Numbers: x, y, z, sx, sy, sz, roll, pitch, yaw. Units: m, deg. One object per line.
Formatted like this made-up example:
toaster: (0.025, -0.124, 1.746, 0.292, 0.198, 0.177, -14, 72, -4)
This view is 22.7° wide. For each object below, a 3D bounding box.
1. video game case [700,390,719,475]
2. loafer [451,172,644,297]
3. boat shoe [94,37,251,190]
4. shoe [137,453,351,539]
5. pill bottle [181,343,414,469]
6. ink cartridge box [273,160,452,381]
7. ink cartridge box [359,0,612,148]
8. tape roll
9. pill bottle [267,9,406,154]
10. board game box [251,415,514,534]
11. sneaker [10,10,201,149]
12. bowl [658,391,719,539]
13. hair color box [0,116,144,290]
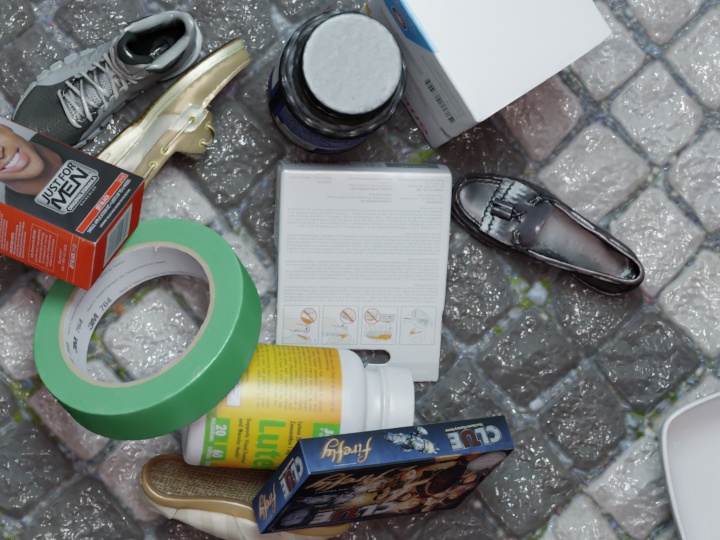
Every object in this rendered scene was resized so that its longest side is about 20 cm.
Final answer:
video game case: (0.437, 0.170, 1.716, 0.199, 0.023, 0.183, -26, 92, -8)
loafer: (0.177, -0.038, 1.665, 0.199, 0.063, 0.072, 26, 85, -6)
boat shoe: (-0.167, -0.126, 1.621, 0.200, 0.074, 0.066, -43, 98, 3)
shoe: (-0.106, 0.211, 1.629, 0.199, 0.053, 0.070, 13, 46, -10)
pill bottle: (-0.056, 0.123, 1.603, 0.199, 0.111, 0.112, 4, 88, -9)
ink cartridge box: (0.000, 0.000, 1.661, 0.161, 0.050, 0.201, 1, 106, -8)
ink cartridge box: (0.102, -0.216, 1.592, 0.146, 0.200, 0.147, -33, 93, -9)
tape roll: (-0.186, 0.049, 1.559, 0.199, 0.048, 0.201, -12, 52, 15)
pill bottle: (-0.020, -0.166, 1.573, 0.111, 0.200, 0.113, 0, 88, -8)
board game box: (0.019, 0.180, 1.575, 0.199, 0.136, 0.035, -4, 62, -25)
sneaker: (-0.229, -0.175, 1.587, 0.200, 0.115, 0.075, -37, 93, -8)
bowl: (0.374, 0.199, 1.658, 0.199, 0.075, 0.201, -15, 90, -9)
hair color box: (-0.299, -0.069, 1.556, 0.199, 0.061, 0.102, 22, 43, 7)
